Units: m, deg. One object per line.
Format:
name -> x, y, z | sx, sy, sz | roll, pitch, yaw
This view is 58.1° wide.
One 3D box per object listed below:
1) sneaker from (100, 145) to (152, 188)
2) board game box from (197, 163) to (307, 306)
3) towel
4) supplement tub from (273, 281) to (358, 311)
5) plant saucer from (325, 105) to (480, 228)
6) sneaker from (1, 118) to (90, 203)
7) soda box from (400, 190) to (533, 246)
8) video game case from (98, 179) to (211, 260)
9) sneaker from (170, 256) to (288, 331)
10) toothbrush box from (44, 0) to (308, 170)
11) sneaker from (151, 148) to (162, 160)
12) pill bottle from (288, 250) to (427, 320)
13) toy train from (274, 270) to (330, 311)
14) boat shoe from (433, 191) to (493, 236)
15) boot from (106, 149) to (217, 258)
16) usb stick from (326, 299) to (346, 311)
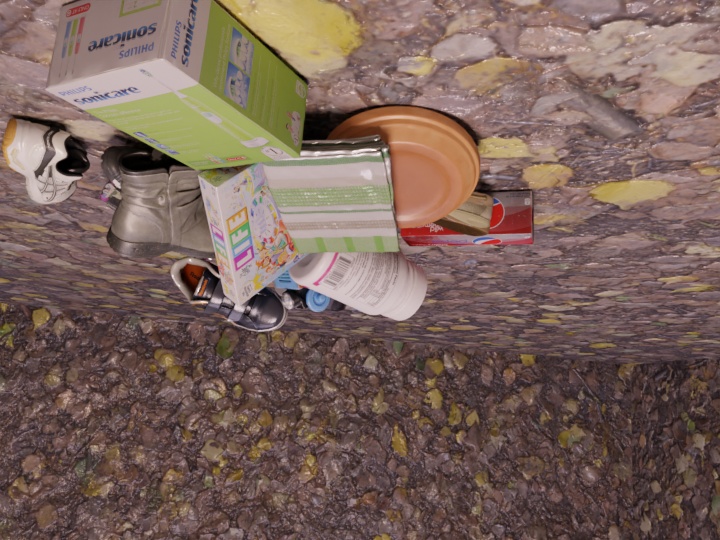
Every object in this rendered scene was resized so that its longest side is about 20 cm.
sneaker -> -0.264, -0.134, 0.908 | 0.090, 0.067, 0.200 | -10, 164, 28
board game box -> -0.126, -0.065, 0.817 | 0.034, 0.134, 0.201 | 34, 145, 27
towel -> -0.030, -0.086, 0.789 | 0.147, 0.031, 0.201 | 1, 149, 9
supplement tub -> -0.061, 0.005, 1.301 | 0.199, 0.133, 0.131 | 14, 165, -33
plant saucer -> 0.047, -0.113, 0.792 | 0.198, 0.038, 0.201 | 2, 146, 1
sneaker -> -0.416, -0.138, 0.898 | 0.087, 0.077, 0.200 | 6, 168, -7
soda box -> 0.164, -0.077, 0.994 | 0.198, 0.071, 0.063 | 0, 168, 17
video game case -> -0.314, -0.074, 1.020 | 0.180, 0.036, 0.200 | 30, 172, -17
sneaker -> -0.214, 0.040, 1.028 | 0.198, 0.079, 0.079 | 23, 180, 8
toothbrush box -> -0.164, -0.176, 0.621 | 0.144, 0.087, 0.200 | -2, 167, 29
sneaker -> -0.222, -0.111, 0.839 | 0.114, 0.073, 0.200 | 6, 142, -43
pill bottle -> 0.000, 0.000, 0.983 | 0.199, 0.114, 0.113 | 26, 157, -34
toy train -> -0.055, -0.011, 1.063 | 0.199, 0.115, 0.086 | -28, -160, -35
boat shoe -> 0.097, -0.106, 0.908 | 0.198, 0.066, 0.072 | 17, 172, -16
boot -> -0.200, -0.081, 0.781 | 0.199, 0.068, 0.131 | -8, 139, -43
usb stick -> -0.027, -0.006, 1.192 | 0.055, 0.033, 0.201 | 7, 126, -19
